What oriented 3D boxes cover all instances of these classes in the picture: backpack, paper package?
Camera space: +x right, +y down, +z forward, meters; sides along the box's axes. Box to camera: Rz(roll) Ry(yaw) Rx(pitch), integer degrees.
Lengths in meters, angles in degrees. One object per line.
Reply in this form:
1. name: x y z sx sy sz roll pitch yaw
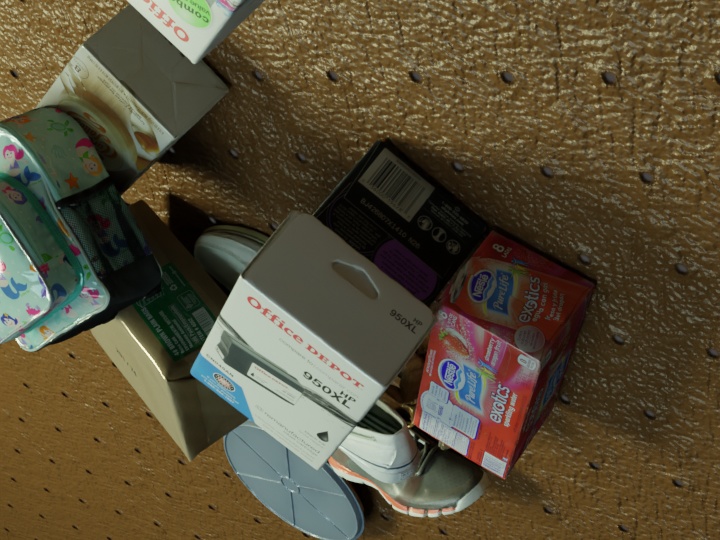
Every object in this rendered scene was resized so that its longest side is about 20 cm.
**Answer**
1. backpack: -0.295 -0.038 1.366 0.177 0.150 0.201 -27 87 44
2. paper package: -0.195 0.059 1.528 0.200 0.103 0.191 48 162 27

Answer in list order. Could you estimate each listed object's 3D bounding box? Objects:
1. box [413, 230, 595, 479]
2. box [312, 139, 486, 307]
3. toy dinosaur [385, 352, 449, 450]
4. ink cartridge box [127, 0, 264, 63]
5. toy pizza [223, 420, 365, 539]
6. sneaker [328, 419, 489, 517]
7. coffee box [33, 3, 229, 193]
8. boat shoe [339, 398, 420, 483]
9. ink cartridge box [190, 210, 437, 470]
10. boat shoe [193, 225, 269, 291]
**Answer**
1. box: 0.117 0.074 1.287 0.100 0.096 0.200 29 147 16
2. box: 0.000 0.000 1.307 0.122 0.106 0.200 40 149 -2
3. toy dinosaur: 0.047 0.094 1.443 0.106 0.061 0.200 3 145 28
4. ink cartridge box: -0.088 -0.269 1.017 0.147 0.146 0.200 43 149 -5
5. toy pizza: -0.073 0.237 1.763 0.200 0.032 0.200 28 146 21
6. sneaker: 0.036 0.186 1.542 0.200 0.077 0.082 12 133 37
7. coffee box: -0.217 -0.145 1.378 0.114 0.080 0.200 46 149 -7
8. boat shoe: -0.023 0.123 1.432 0.200 0.074 0.067 25 138 31
9. ink cartridge box: -0.043 0.061 1.246 0.144 0.084 0.200 37 149 2
10. boat shoe: -0.085 0.023 1.465 0.200 0.068 0.075 27 147 21
